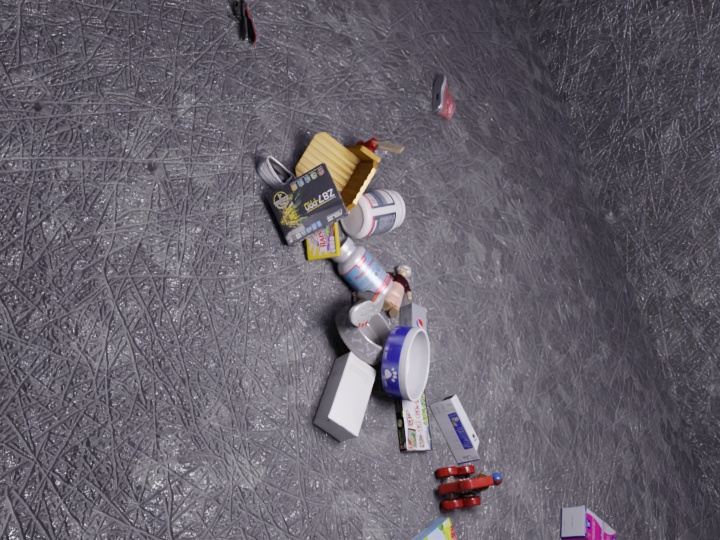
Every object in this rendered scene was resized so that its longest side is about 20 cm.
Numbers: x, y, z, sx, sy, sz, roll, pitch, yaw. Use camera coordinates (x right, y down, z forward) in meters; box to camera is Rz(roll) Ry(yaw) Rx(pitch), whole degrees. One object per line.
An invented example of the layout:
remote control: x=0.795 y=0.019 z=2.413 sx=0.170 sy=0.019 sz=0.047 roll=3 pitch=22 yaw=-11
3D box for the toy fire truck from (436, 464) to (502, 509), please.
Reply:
toy fire truck: x=0.326 y=0.630 z=1.623 sx=0.195 sy=0.166 sz=0.116 roll=11 pitch=62 yaw=-37

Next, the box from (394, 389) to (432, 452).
box: x=0.157 y=0.436 z=1.661 sx=0.107 sy=0.034 sz=0.207 roll=14 pitch=61 yaw=-37

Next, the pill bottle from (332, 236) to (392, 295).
pill bottle: x=0.000 y=0.000 z=1.683 sx=0.200 sy=0.108 sz=0.110 roll=47 pitch=46 yaw=-13

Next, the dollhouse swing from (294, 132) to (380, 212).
dollhouse swing: x=-0.079 y=-0.309 z=1.679 sx=0.174 sy=0.181 sz=0.203 roll=35 pitch=86 yaw=-26

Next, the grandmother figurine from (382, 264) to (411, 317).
grandmother figurine: x=0.118 y=0.052 z=1.803 sx=0.121 sy=0.060 sz=0.202 roll=44 pitch=44 yaw=-15

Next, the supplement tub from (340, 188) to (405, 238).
supplement tub: x=0.040 y=-0.187 z=1.790 sx=0.196 sy=0.139 sz=0.144 roll=-15 pitch=79 yaw=-44

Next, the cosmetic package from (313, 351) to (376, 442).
cosmetic package: x=-0.039 y=0.341 z=1.497 sx=0.107 sy=0.084 sz=0.204 roll=38 pitch=49 yaw=-19

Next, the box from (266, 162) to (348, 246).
box: x=-0.152 y=-0.189 z=1.593 sx=0.165 sy=0.195 sz=0.049 roll=64 pitch=5 yaw=2

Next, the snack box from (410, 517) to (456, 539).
snack box: x=0.211 y=0.813 z=1.500 sx=0.165 sy=0.067 sz=0.206 roll=-11 pitch=76 yaw=-44

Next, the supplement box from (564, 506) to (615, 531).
supplement box: x=0.807 y=0.933 z=1.954 sx=0.199 sy=0.102 sz=0.103 roll=40 pitch=47 yaw=-22

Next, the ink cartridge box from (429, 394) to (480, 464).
ink cartridge box: x=0.300 y=0.494 z=1.716 sx=0.039 sy=0.098 sz=0.205 roll=-22 pitch=85 yaw=-46

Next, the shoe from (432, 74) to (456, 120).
shoe: x=0.369 y=-0.757 z=2.422 sx=0.089 sy=0.071 sz=0.207 roll=25 pitch=60 yaw=-31

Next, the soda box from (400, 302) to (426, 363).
soda box: x=0.168 y=0.213 z=1.761 sx=0.067 sy=0.063 sz=0.207 roll=22 pitch=56 yaw=-32

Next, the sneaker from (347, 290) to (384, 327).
sneaker: x=-0.001 y=0.100 z=1.548 sx=0.080 sy=0.080 sz=0.199 roll=23 pitch=15 yaw=20

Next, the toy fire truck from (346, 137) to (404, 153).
toy fire truck: x=0.032 y=-0.364 z=1.828 sx=0.127 sy=0.198 sz=0.180 roll=34 pitch=50 yaw=-21

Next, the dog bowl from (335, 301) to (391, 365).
dog bowl: x=0.018 y=0.173 z=1.596 sx=0.198 sy=0.059 sz=0.202 roll=37 pitch=25 yaw=-20

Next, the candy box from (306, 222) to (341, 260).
candy box: x=-0.116 y=-0.138 z=1.627 sx=0.026 sy=0.098 sz=0.208 roll=8 pitch=75 yaw=-74

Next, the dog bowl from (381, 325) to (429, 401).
dog bowl: x=0.132 y=0.264 z=1.578 sx=0.199 sy=0.076 sz=0.208 roll=-17 pitch=109 yaw=-62

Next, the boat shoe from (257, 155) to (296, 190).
boat shoe: x=-0.219 y=-0.257 z=1.644 sx=0.198 sy=0.065 sz=0.075 roll=38 pitch=48 yaw=-22

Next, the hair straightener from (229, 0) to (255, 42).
hair straightener: x=-0.388 y=-0.832 z=1.794 sx=0.075 sy=0.040 sz=0.207 roll=3 pitch=68 yaw=-41
